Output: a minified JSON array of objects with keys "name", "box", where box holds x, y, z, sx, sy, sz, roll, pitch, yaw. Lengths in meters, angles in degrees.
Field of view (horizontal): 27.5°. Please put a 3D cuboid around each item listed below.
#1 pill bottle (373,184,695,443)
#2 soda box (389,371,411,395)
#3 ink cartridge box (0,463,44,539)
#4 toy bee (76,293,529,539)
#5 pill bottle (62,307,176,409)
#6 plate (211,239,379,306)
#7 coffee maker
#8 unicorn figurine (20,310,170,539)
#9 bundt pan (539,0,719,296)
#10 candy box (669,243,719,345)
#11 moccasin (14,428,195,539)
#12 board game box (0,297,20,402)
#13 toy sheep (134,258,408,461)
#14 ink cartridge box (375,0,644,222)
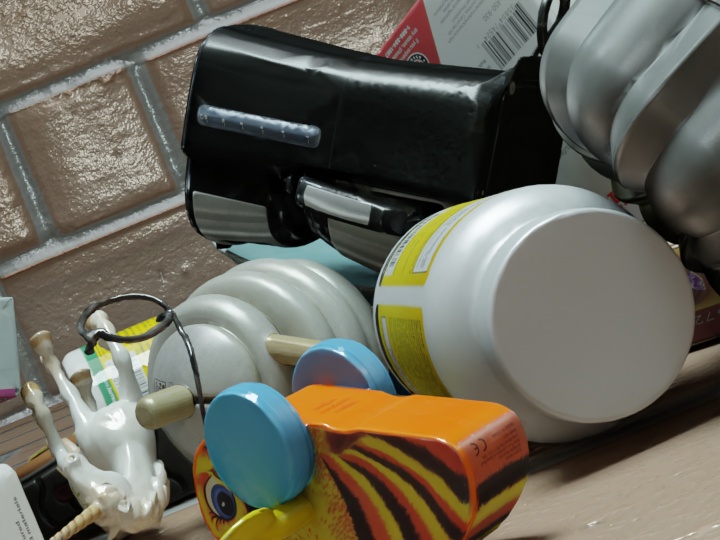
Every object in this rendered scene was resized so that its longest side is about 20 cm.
[{"name":"pill bottle","box":[0.076,0.020,0.672,0.112,0.112,0.200,-22,3,-9]},{"name":"soda box","box":[0.031,0.049,1.030,0.068,0.064,0.200,-21,3,28]},{"name":"ink cartridge box","box":[-0.240,0.165,0.615,0.145,0.084,0.200,-22,2,23]},{"name":"toy bee","box":[-0.019,0.081,0.578,0.131,0.109,0.200,-14,24,-25]},{"name":"pill bottle","box":[-0.119,0.079,1.144,0.200,0.113,0.113,-23,2,-13]},{"name":"plate","box":[0.000,0.000,0.973,0.200,0.026,0.200,7,12,-2]},{"name":"coffee maker","box":[0.011,-0.088,0.870,0.200,0.192,0.135,16,-13,27]},{"name":"unicorn figurine","box":[-0.144,0.098,0.817,0.074,0.137,0.200,-26,-21,-7]},{"name":"bundt pan","box":[0.151,-0.043,0.620,0.076,0.202,0.202,-45,0,6]},{"name":"candy box","box":[0.212,-0.011,0.816,0.117,0.056,0.200,-21,4,26]},{"name":"moccasin","box":[-0.164,0.132,0.963,0.201,0.074,0.078,-32,9,8]},{"name":"board game box","box":[-0.314,0.068,0.890,0.147,0.064,0.200,-1,-11,-37]},{"name":"toy sheep","box":[-0.047,0.056,0.815,0.138,0.138,0.200,-21,-8,34]},{"name":"ink cartridge box","box":[0.122,-0.106,0.922,0.083,0.200,0.147,-30,-11,-39]}]
